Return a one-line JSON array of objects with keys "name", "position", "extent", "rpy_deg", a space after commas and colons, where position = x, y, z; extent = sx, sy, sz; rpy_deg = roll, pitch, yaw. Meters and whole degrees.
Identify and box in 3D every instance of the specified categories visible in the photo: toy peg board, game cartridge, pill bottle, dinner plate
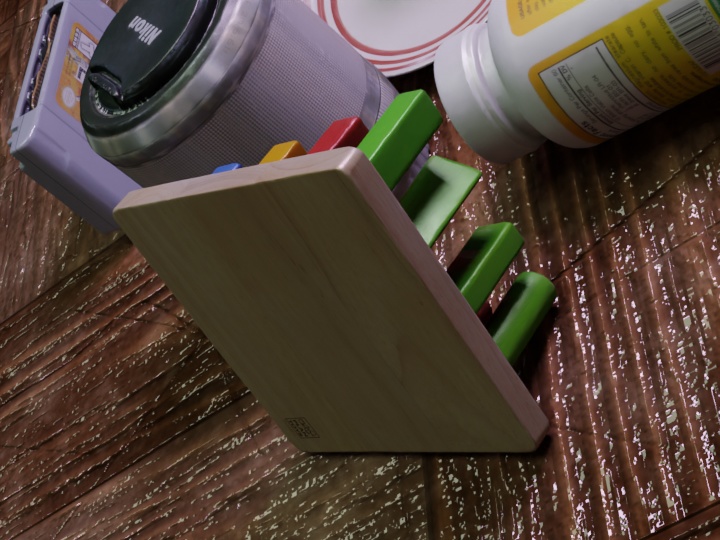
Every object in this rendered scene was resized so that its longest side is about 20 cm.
[{"name": "toy peg board", "position": [0.000, 0.000, 0.921], "extent": [0.199, 0.200, 0.098], "rpy_deg": [-7, 37, 47]}, {"name": "game cartridge", "position": [-0.216, -0.134, 1.330], "extent": [0.041, 0.133, 0.200], "rpy_deg": [-27, 42, 33]}, {"name": "pill bottle", "position": [0.145, -0.138, 0.932], "extent": [0.200, 0.113, 0.113], "rpy_deg": [-27, 41, 32]}, {"name": "dinner plate", "position": [0.042, -0.224, 1.172], "extent": [0.200, 0.024, 0.201], "rpy_deg": [-16, 60, 29]}]

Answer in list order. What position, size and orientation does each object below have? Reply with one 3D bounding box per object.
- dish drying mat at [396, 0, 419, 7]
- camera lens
[{"name": "dish drying mat", "position": [0.091, -0.266, 1.194], "extent": [0.200, 0.018, 0.077], "rpy_deg": [-47, 33, 7]}, {"name": "camera lens", "position": [-0.071, -0.100, 1.070], "extent": [0.160, 0.200, 0.160], "rpy_deg": [-30, 40, 29]}]
